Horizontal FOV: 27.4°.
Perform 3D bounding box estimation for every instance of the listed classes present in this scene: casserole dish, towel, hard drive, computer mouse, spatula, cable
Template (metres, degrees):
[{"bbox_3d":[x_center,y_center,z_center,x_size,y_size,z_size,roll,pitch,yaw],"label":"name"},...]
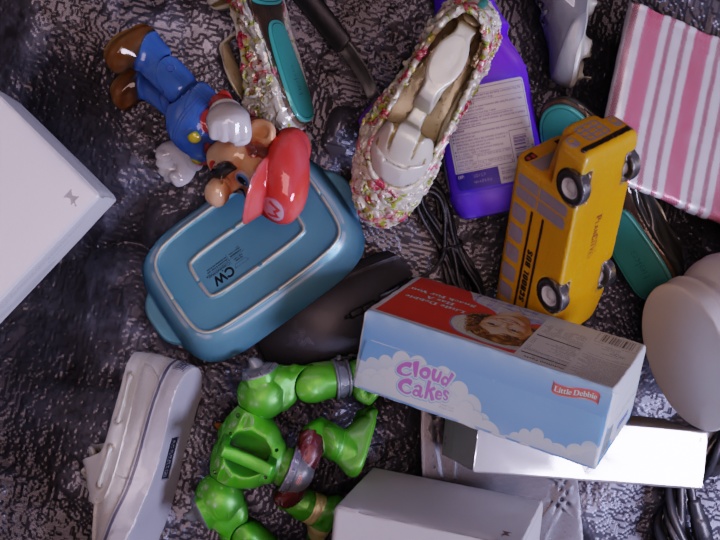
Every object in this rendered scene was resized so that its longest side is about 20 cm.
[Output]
[{"bbox_3d":[-0.090,-0.015,1.199,0.199,0.039,0.122,-35,76,-3],"label":"casserole dish"},{"bbox_3d":[0.279,-0.119,1.224,0.198,0.030,0.148,17,82,-28],"label":"towel"},{"bbox_3d":[0.118,0.198,1.253,0.133,0.042,0.203,-7,94,-7],"label":"hard drive"},{"bbox_3d":[0.000,0.000,1.225,0.198,0.046,0.142,-18,96,-6],"label":"computer mouse"},{"bbox_3d":[-0.006,-0.171,1.212,0.056,0.021,0.201,-40,81,22],"label":"spatula"},{"bbox_3d":[0.344,0.197,1.285,0.161,0.051,0.202,18,93,-3],"label":"cable"}]

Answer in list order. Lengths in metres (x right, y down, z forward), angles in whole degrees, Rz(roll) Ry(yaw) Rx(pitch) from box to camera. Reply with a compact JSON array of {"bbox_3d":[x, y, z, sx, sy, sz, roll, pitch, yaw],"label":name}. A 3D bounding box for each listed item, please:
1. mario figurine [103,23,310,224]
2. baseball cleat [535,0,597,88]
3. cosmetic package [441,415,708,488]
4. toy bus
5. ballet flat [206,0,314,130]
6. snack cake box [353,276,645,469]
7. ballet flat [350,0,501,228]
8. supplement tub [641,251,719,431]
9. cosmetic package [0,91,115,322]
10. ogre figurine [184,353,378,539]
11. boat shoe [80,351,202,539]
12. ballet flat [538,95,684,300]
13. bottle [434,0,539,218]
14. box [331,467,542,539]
[{"bbox_3d":[-0.126,-0.100,1.146,0.199,0.123,0.106,38,103,18],"label":"mario figurine"},{"bbox_3d":[0.148,-0.253,1.228,0.105,0.070,0.203,5,83,-1],"label":"baseball cleat"},{"bbox_3d":[0.172,0.141,1.197,0.198,0.082,0.051,6,89,-15],"label":"cosmetic package"},{"bbox_3d":[0.161,-0.034,1.173,0.065,0.078,0.202,-25,138,-31],"label":"toy bus"},{"bbox_3d":[-0.091,-0.202,1.196,0.063,0.075,0.202,-12,89,27],"label":"ballet flat"},{"bbox_3d":[0.108,0.074,1.138,0.198,0.115,0.068,17,111,19],"label":"snack cake box"},{"bbox_3d":[0.046,-0.126,1.153,0.075,0.064,0.202,25,98,1],"label":"ballet flat"},{"bbox_3d":[0.346,0.040,1.207,0.198,0.140,0.142,-19,95,-20],"label":"supplement tub"},{"bbox_3d":[-0.298,-0.024,1.109,0.123,0.200,0.200,44,87,-7],"label":"cosmetic package"},{"bbox_3d":[-0.062,0.152,1.198,0.119,0.098,0.201,22,112,-14],"label":"ogre figurine"},{"bbox_3d":[-0.192,0.164,1.207,0.069,0.071,0.202,18,95,19],"label":"boat shoe"},{"bbox_3d":[0.212,-0.067,1.242,0.068,0.068,0.201,-18,110,37],"label":"ballet flat"},{"bbox_3d":[0.098,-0.147,1.221,0.083,0.065,0.202,-12,94,-1],"label":"bottle"},{"bbox_3d":[0.055,0.280,1.181,0.151,0.106,0.202,9,102,15],"label":"box"}]
